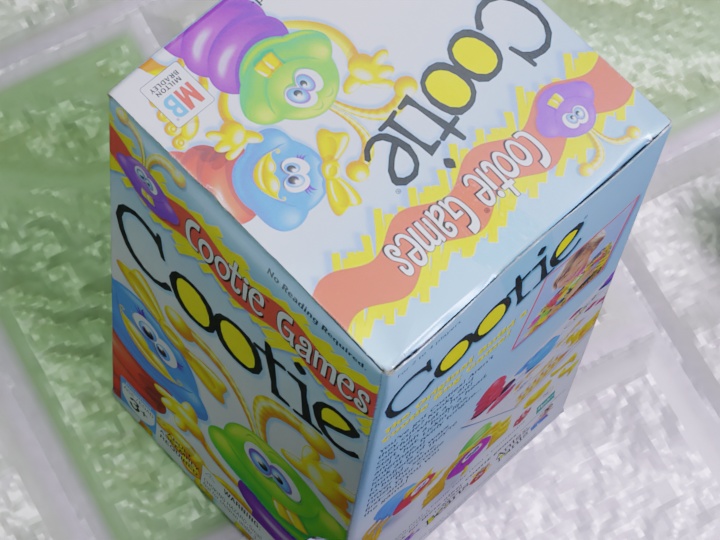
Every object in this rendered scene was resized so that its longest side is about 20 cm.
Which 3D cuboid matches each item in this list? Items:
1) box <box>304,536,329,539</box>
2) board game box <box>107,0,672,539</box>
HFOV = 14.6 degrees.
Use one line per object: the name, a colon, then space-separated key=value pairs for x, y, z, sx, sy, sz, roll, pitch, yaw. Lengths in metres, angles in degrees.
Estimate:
box: x=0.022 y=0.185 z=0.721 sx=0.148 sy=0.107 sz=0.201 roll=14 pitch=59 yaw=-39
board game box: x=0.000 y=0.000 z=0.782 sx=0.105 sy=0.200 sz=0.103 roll=-40 pitch=75 yaw=-20
